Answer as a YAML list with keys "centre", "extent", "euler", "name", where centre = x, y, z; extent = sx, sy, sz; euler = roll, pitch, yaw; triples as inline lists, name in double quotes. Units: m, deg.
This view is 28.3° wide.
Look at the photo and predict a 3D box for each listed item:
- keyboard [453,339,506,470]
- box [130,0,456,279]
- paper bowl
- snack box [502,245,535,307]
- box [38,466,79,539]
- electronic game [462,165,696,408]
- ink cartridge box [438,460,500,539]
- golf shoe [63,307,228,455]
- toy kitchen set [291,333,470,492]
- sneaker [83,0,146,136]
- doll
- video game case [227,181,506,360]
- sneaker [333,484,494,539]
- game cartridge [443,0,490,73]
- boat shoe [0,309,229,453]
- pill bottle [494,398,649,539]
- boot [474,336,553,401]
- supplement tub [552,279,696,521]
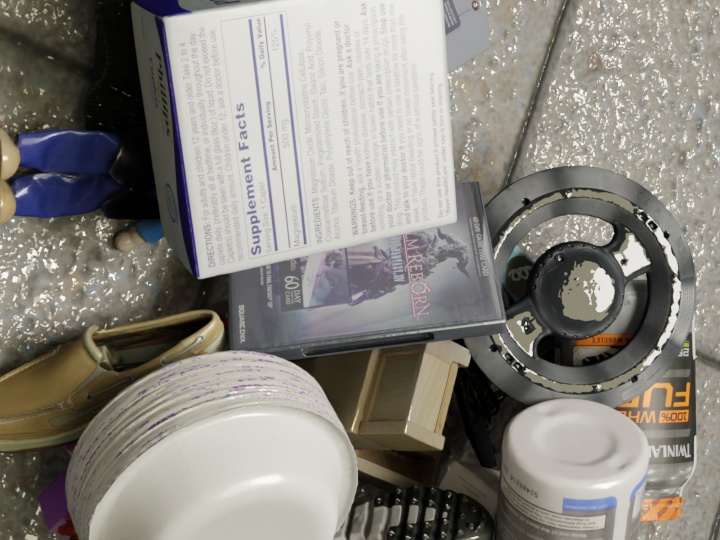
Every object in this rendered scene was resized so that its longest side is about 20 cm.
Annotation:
- centre: [0.096, 0.083, 1.223]
  extent: [0.039, 0.104, 0.201]
  euler: [-19, 120, -1]
  name: "keyboard"
- centre: [-0.045, -0.112, 1.004]
  extent: [0.199, 0.105, 0.185]
  euler: [-13, 113, -18]
  name: "box"
- centre: [-0.096, 0.162, 0.994]
  extent: [0.200, 0.104, 0.201]
  euler: [-15, 131, -18]
  name: "paper bowl"
- centre: [0.063, -0.036, 1.202]
  extent: [0.200, 0.116, 0.037]
  euler: [42, 72, -29]
  name: "snack box"
- centre: [-0.123, 0.171, 1.086]
  extent: [0.137, 0.039, 0.200]
  euler: [-44, 134, 12]
  name: "box"
- centre: [0.172, 0.016, 1.149]
  extent: [0.199, 0.042, 0.201]
  euler: [0, 91, -5]
  name: "electronic game"
- centre: [0.087, 0.273, 1.234]
  extent: [0.116, 0.067, 0.200]
  euler: [20, 99, -47]
  name: "ink cartridge box"
- centre: [-0.135, 0.103, 1.119]
  extent: [0.200, 0.075, 0.092]
  euler: [-33, 121, -18]
  name: "golf shoe"
- centre: [0.052, 0.083, 1.158]
  extent: [0.180, 0.200, 0.164]
  euler: [27, 69, -32]
  name: "toy kitchen set"
- centre: [-0.166, -0.188, 1.061]
  extent: [0.060, 0.104, 0.200]
  euler: [8, 128, -3]
  name: "sneaker"
- centre: [-0.170, -0.065, 1.061]
  extent: [0.199, 0.049, 0.137]
  euler: [-1, 130, -21]
  name: "doll"
- centre: [0.000, 0.000, 1.068]
  extent: [0.199, 0.143, 0.019]
  euler: [-8, 139, 2]
  name: "video game case"
- centre: [0.023, 0.231, 1.178]
  extent: [0.067, 0.199, 0.091]
  euler: [-76, 147, -47]
  name: "sneaker"
- centre: [0.035, -0.258, 1.212]
  extent: [0.133, 0.041, 0.201]
  euler: [-32, 111, -23]
  name: "game cartridge"
- centre: [-0.193, 0.069, 1.036]
  extent: [0.199, 0.072, 0.076]
  euler: [-19, 142, -10]
  name: "boat shoe"
- centre: [0.162, 0.213, 1.134]
  extent: [0.114, 0.114, 0.201]
  euler: [-19, 126, -31]
  name: "pill bottle"
- centre: [0.202, 0.106, 1.328]
  extent: [0.203, 0.073, 0.154]
  euler: [-35, 107, -30]
  name: "boot"
- centre: [0.226, 0.110, 1.226]
  extent: [0.122, 0.122, 0.201]
  euler: [1, 86, -33]
  name: "supplement tub"
